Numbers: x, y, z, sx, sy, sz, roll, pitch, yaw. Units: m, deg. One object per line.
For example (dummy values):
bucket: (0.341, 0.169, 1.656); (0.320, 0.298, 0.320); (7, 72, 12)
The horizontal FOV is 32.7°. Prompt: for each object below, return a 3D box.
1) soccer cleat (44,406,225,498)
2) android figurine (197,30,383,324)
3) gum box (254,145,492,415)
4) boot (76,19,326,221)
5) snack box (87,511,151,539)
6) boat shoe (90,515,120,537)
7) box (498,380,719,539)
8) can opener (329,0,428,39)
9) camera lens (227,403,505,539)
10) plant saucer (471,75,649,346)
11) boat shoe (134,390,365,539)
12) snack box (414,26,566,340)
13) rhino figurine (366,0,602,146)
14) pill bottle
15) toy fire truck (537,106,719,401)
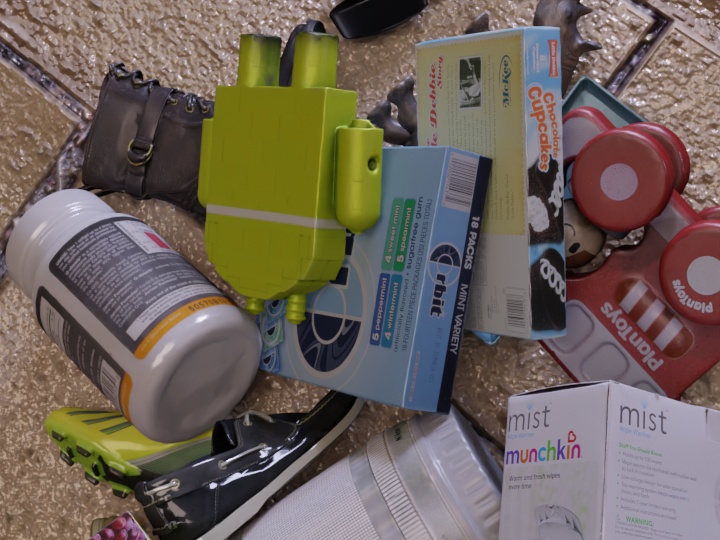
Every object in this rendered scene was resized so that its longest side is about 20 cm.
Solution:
soccer cleat: (-0.151, 0.135, 0.953); (0.198, 0.065, 0.084); (12, 55, 21)
android figurine: (-0.056, -0.065, 0.865); (0.181, 0.041, 0.202); (7, 96, 45)
gum box: (0.000, 0.000, 0.868); (0.199, 0.044, 0.172); (8, 87, 55)
boot: (-0.130, -0.128, 0.974); (0.173, 0.069, 0.202); (24, 90, 17)
snack box: (-0.104, 0.270, 0.783); (0.067, 0.169, 0.200); (-34, 68, -15)
boat shoe: (-0.144, 0.272, 0.920); (0.066, 0.074, 0.201); (-24, 77, -3)
box: (0.187, 0.175, 0.753); (0.096, 0.199, 0.178); (-19, 61, 53)
can opener: (0.058, -0.257, 0.956); (0.199, 0.079, 0.064); (-27, 37, 7)
camera lens: (0.017, 0.204, 0.831); (0.199, 0.160, 0.161); (-34, 74, 5)
plant saucer: (0.131, -0.044, 0.908); (0.070, 0.019, 0.201); (37, 94, 2)
boat shoe: (-0.071, 0.125, 0.864); (0.068, 0.199, 0.072); (53, 139, 5)
snack box: (0.087, -0.059, 0.839); (0.116, 0.037, 0.202); (6, 100, 54)
rhino figurine: (0.106, -0.145, 0.915); (0.200, 0.060, 0.088); (-39, 90, 5)
pill bottle: (-0.175, 0.028, 0.926); (0.200, 0.116, 0.117); (39, 93, 32)
toy fire truck: (0.179, -0.003, 0.849); (0.200, 0.112, 0.168); (47, 112, 8)
